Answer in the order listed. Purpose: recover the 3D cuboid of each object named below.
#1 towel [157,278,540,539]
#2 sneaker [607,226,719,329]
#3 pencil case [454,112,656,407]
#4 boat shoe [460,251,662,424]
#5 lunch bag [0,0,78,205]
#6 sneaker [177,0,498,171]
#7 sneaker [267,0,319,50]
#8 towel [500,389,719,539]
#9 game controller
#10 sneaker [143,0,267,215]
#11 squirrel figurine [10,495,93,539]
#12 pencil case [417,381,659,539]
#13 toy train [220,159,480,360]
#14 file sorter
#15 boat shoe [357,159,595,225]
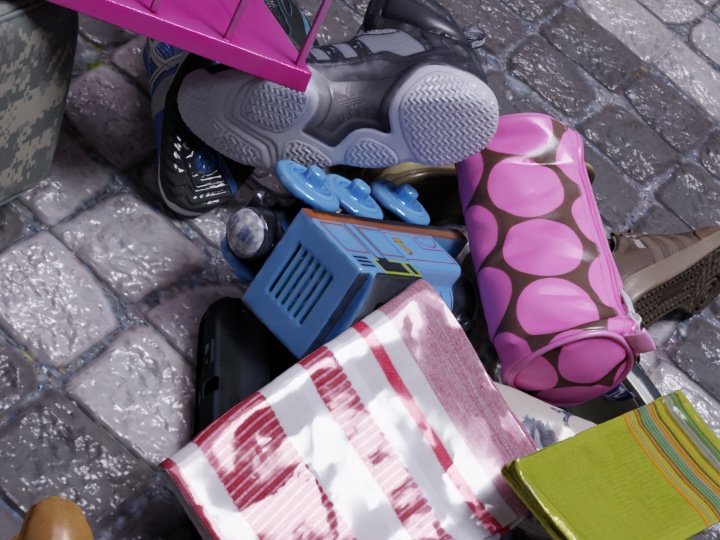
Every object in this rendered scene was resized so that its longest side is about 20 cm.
[{"bbox_3d":[0.006,0.110,0.953,0.199,0.023,0.145,-33,88,-32],"label":"towel"},{"bbox_3d":[0.211,-0.007,1.284,0.075,0.071,0.199,35,28,25],"label":"sneaker"},{"bbox_3d":[0.118,-0.012,1.116,0.091,0.093,0.201,37,32,-46],"label":"pencil case"},{"bbox_3d":[0.153,0.050,1.174,0.066,0.075,0.199,-27,58,-35],"label":"boat shoe"},{"bbox_3d":[-0.280,-0.111,0.978,0.167,0.140,0.200,26,32,19],"label":"lunch bag"},{"bbox_3d":[-0.013,-0.124,1.117,0.198,0.076,0.114,2,45,1],"label":"sneaker"},{"bbox_3d":[-0.088,-0.183,1.258,0.082,0.073,0.201,0,53,-58],"label":"sneaker"},{"bbox_3d":[0.161,0.120,1.012,0.086,0.018,0.199,49,32,20],"label":"towel"},{"bbox_3d":[-0.047,0.101,1.008,0.104,0.042,0.201,32,36,-29],"label":"game controller"},{"bbox_3d":[-0.104,-0.124,1.164,0.075,0.077,0.202,20,61,-28],"label":"sneaker"},{"bbox_3d":[-0.158,0.200,0.761,0.186,0.141,0.201,33,51,-20],"label":"squirrel figurine"},{"bbox_3d":[0.099,0.123,1.053,0.199,0.078,0.090,24,63,-14],"label":"pencil case"},{"bbox_3d":[0.000,0.000,1.075,0.114,0.087,0.199,47,20,26],"label":"toy train"},{"bbox_3d":[-0.111,-0.212,1.010,0.199,0.126,0.139,17,20,-24],"label":"file sorter"},{"bbox_3d":[0.083,-0.076,1.256,0.199,0.072,0.068,-2,53,-35],"label":"boat shoe"}]
